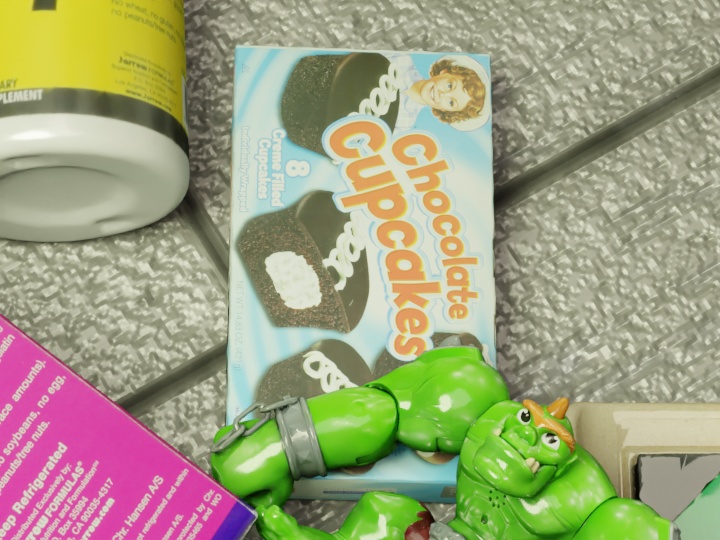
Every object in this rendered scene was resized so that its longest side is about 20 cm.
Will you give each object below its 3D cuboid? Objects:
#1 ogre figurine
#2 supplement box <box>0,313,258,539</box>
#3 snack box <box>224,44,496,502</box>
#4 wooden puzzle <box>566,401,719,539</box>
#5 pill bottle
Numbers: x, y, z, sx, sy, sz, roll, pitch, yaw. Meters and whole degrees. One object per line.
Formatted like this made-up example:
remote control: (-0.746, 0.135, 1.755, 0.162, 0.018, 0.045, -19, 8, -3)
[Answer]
ogre figurine: (0.042, 0.104, 0.916, 0.120, 0.098, 0.200, -42, 46, -14)
supplement box: (-0.158, 0.076, 0.904, 0.200, 0.101, 0.103, 40, 70, -11)
snack box: (0.000, 0.000, 1.010, 0.116, 0.037, 0.200, 1, 70, -5)
wooden puzzle: (0.184, 0.142, 0.972, 0.199, 0.037, 0.185, 1, 69, -4)
pill bottle: (-0.134, -0.124, 1.006, 0.114, 0.114, 0.200, -2, 70, -5)
